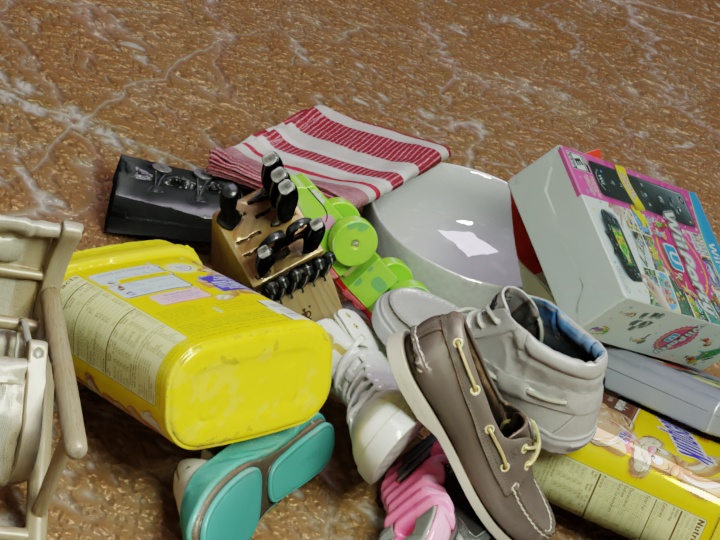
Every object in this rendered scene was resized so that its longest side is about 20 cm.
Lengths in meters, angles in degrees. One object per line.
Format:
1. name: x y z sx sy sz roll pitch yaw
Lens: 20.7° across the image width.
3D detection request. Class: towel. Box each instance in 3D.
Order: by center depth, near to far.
1. towel: -0.024 -0.099 1.716 0.143 0.023 0.200 19 25 23

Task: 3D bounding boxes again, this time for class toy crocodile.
1. toy crocodile: 0.000 0.000 1.585 0.200 0.062 0.068 48 0 -30

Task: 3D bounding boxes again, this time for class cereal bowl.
1. cereal bowl: 0.088 -0.009 1.726 0.198 0.084 0.201 16 30 -9

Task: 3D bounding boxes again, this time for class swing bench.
1. swing bench: -0.289 0.061 1.285 0.197 0.130 0.201 10 46 -20

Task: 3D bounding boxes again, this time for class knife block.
1. knife block: -0.078 -0.030 1.526 0.064 0.177 0.200 -26 31 -13

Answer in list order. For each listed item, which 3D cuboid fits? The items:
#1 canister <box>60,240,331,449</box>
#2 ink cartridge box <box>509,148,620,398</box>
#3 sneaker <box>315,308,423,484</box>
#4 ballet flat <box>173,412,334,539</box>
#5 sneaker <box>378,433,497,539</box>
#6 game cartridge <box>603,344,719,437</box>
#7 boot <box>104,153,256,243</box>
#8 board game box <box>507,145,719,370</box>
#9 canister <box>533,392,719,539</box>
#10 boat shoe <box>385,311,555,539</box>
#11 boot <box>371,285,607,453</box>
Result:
1. canister: -0.132 0.051 1.410 0.148 0.087 0.199 -10 22 -36
2. ink cartridge box: 0.195 0.007 1.657 0.047 0.202 0.160 -3 9 36
3. sneaker: -0.004 0.088 1.455 0.115 0.074 0.200 43 6 3
4. ballet flat: -0.090 0.149 1.386 0.070 0.068 0.200 11 23 23
5. sneaker: 0.067 0.182 1.430 0.095 0.079 0.200 42 25 -12
6. game cartridge: 0.283 0.107 1.620 0.133 0.041 0.200 29 7 30
7. boot: -0.117 -0.063 1.718 0.198 0.066 0.165 6 17 -4
8. board game box: 0.223 -0.008 1.604 0.199 0.064 0.149 15 48 -48
9. canister: 0.207 0.153 1.511 0.199 0.087 0.148 24 12 9
10. boat shoe: 0.091 0.116 1.391 0.201 0.059 0.072 58 18 -20
11. boot: 0.097 0.044 1.441 0.199 0.096 0.073 31 43 24
